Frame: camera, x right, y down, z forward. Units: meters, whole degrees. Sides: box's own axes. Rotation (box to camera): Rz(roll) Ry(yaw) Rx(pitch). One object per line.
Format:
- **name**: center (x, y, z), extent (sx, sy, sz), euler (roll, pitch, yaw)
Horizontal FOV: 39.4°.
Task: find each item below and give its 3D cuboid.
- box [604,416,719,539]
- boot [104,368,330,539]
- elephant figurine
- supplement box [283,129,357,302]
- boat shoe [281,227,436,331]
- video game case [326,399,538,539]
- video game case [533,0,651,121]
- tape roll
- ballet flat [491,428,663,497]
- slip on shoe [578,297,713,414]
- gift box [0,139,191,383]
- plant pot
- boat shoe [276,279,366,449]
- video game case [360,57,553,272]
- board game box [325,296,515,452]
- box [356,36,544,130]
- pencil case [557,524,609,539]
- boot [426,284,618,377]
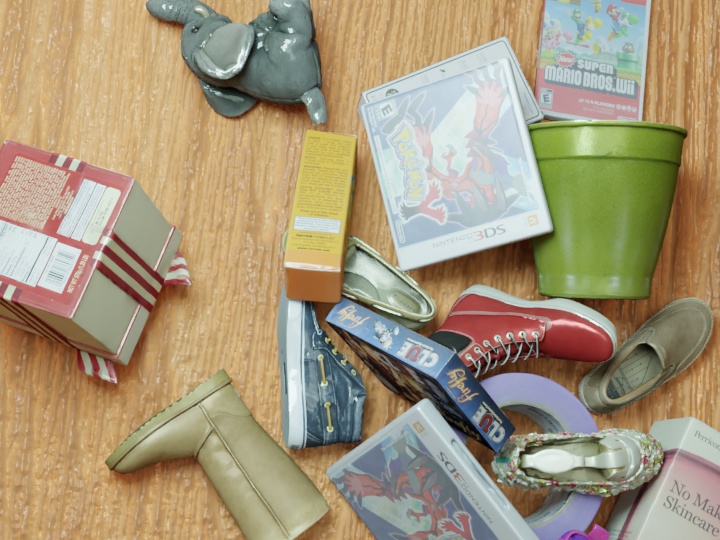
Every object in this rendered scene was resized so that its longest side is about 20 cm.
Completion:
- **box**: center (0.367, 0.285, 1.140), extent (0.127, 0.109, 0.201), euler (29, 77, 0)
- **boot**: center (-0.157, 0.234, 1.107), extent (0.174, 0.066, 0.201), euler (-35, 86, -12)
- **elephant figurine**: center (-0.149, -0.252, 1.189), extent (0.198, 0.156, 0.143), euler (-9, 123, 2)
- **supplement box**: center (-0.043, -0.065, 1.142), extent (0.068, 0.067, 0.202), euler (4, 55, 1)
- **boat shoe**: center (-0.001, 0.003, 1.174), extent (0.200, 0.063, 0.073), euler (35, 76, 1)
- **video game case**: center (0.069, 0.249, 1.065), extent (0.183, 0.200, 0.023), euler (51, 48, 5)
- **video game case**: center (0.299, -0.282, 1.293), extent (0.141, 0.017, 0.202), euler (9, 77, -5)
- **tape roll**: center (0.171, 0.221, 1.141), extent (0.198, 0.085, 0.202), euler (2, 78, -7)
- **ballet flat**: center (0.240, 0.207, 1.078), extent (0.198, 0.064, 0.076), euler (-4, 78, -9)
- **slip on shoe**: center (0.349, 0.100, 1.200), extent (0.199, 0.061, 0.076), euler (-31, 84, -12)
- **gift box**: center (-0.299, -0.002, 1.072), extent (0.198, 0.187, 0.186), euler (22, 74, 13)
- **plant pot**: center (0.273, -0.064, 1.170), extent (0.198, 0.200, 0.195), euler (2, 90, -7)
- **boat shoe**: center (-0.045, 0.101, 1.151), extent (0.090, 0.071, 0.203), euler (0, 81, -15)
- **video game case**: center (0.107, -0.118, 1.141), extent (0.181, 0.023, 0.202), euler (-15, 85, 18)
- **board game box**: center (0.060, 0.108, 1.070), extent (0.035, 0.199, 0.136), euler (-48, 125, -13)
- **box**: center (0.109, -0.192, 1.229), extent (0.198, 0.060, 0.118), euler (-24, 82, -11)
- **pencil case**: center (0.191, 0.348, 1.065), extent (0.088, 0.200, 0.089), euler (20, 45, -21)
- **boot**: center (0.172, 0.089, 1.110), extent (0.198, 0.073, 0.144), euler (11, 34, 29)
